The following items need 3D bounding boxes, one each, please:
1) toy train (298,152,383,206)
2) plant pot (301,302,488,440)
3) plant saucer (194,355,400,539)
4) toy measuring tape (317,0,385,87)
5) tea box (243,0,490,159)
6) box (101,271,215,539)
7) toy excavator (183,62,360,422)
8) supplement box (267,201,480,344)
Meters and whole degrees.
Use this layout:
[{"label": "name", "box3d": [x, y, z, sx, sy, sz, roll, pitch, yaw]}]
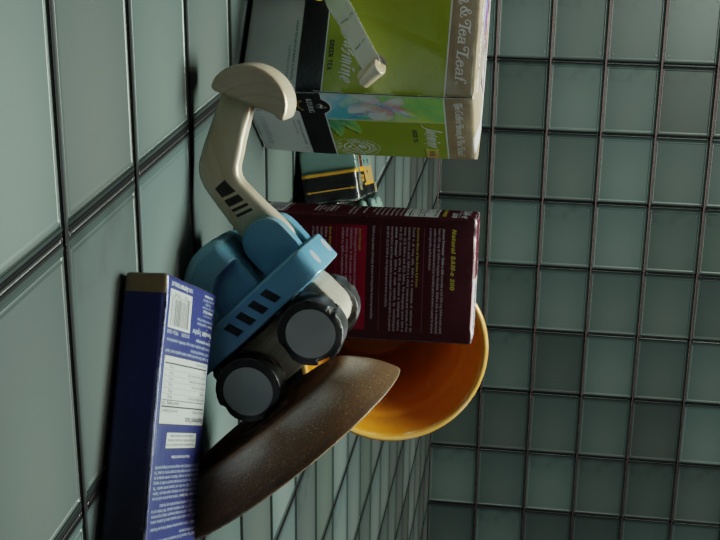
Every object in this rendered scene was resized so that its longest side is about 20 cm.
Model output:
[{"label": "toy train", "box3d": [-0.019, -0.086, 1.413, 0.200, 0.085, 0.114, -37, 120, -80]}, {"label": "plant pot", "box3d": [0.026, 0.063, 1.460, 0.183, 0.200, 0.200, -115, -155, -73]}, {"label": "plant saucer", "box3d": [-0.060, 0.120, 0.959, 0.037, 0.200, 0.200, 53, 13, -3]}, {"label": "toy measuring tape", "box3d": [-0.045, -0.236, 1.043, 0.074, 0.074, 0.200, 65, 1, -74]}, {"label": "tea box", "box3d": [0.013, -0.215, 1.140, 0.134, 0.197, 0.200, 69, 26, -71]}, {"label": "box", "box3d": [-0.129, 0.107, 0.845, 0.121, 0.032, 0.200, 46, 46, -79]}, {"label": "toy excavator", "box3d": [-0.079, -0.022, 0.950, 0.194, 0.200, 0.100, -43, -177, 14]}, {"label": "supplement box", "box3d": [0.000, 0.000, 1.123, 0.061, 0.200, 0.109, -52, 145, -77]}]
